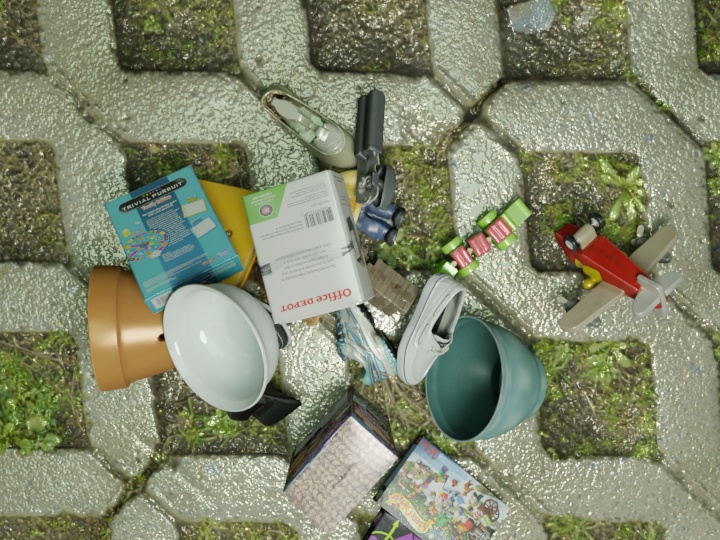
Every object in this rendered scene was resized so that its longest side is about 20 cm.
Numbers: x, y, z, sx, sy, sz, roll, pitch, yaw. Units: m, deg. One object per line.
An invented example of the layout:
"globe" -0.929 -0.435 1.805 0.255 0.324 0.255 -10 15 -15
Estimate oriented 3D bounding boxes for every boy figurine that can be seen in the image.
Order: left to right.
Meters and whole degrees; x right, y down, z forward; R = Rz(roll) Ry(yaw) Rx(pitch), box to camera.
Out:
"boy figurine" -0.024 -0.115 1.199 0.199 0.064 0.125 24 98 -5

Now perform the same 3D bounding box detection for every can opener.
"can opener" 0.026 -0.197 1.180 0.067 0.053 0.201 18 68 -37

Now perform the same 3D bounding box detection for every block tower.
"block tower" 0.000 0.000 1.194 0.200 0.058 0.054 37 62 -7

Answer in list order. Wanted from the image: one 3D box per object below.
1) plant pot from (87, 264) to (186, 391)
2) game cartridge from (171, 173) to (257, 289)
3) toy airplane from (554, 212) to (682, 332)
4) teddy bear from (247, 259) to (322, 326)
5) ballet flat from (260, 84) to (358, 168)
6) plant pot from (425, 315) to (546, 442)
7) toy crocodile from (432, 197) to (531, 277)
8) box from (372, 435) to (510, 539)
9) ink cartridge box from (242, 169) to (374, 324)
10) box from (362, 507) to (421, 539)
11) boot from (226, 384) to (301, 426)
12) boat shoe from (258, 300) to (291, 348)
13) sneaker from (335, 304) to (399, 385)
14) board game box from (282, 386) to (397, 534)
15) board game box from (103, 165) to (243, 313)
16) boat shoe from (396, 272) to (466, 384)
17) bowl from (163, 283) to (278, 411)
"plant pot" -0.350 0.086 1.147 0.139 0.200 0.201 -4 94 -11
"game cartridge" -0.254 -0.063 1.155 0.199 0.032 0.177 13 65 16
"toy airplane" 0.425 0.013 1.176 0.199 0.141 0.200 -1 61 12
"teddy bear" -0.128 0.005 1.185 0.199 0.067 0.146 18 109 23
"ballet flat" -0.083 -0.239 1.189 0.200 0.069 0.070 35 92 -3
"plant pot" 0.217 0.182 1.171 0.134 0.200 0.201 10 94 -28
"toy crocodile" 0.204 -0.047 1.207 0.200 0.062 0.068 -37 94 1
"box" 0.140 0.402 1.229 0.200 0.038 0.137 39 76 -3
"ink cartridge box" -0.077 -0.033 1.078 0.145 0.084 0.201 -15 88 13
"box" 0.051 0.538 1.254 0.143 0.036 0.201 30 93 -3
"boot" -0.190 0.166 1.193 0.069 0.200 0.175 -38 61 12
"boat shoe" -0.206 0.071 1.196 0.200 0.060 0.076 37 133 5
"sneaker" -0.013 0.108 1.207 0.086 0.078 0.200 -34 93 5
"board game box" -0.032 0.299 1.156 0.097 0.200 0.160 41 93 -3
"board game box" -0.291 -0.052 1.106 0.150 0.047 0.200 -26 61 -10
"boat shoe" 0.116 0.106 1.163 0.073 0.065 0.201 -1 114 -38
"bowl" -0.190 0.100 1.054 0.200 0.090 0.202 14 116 30
